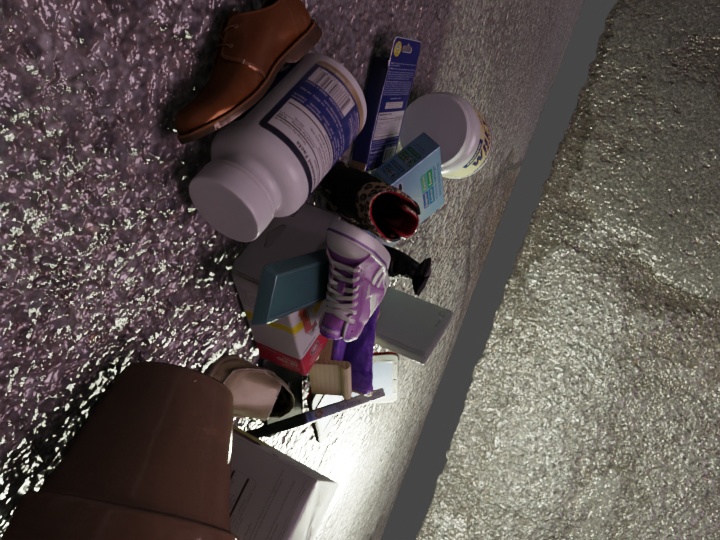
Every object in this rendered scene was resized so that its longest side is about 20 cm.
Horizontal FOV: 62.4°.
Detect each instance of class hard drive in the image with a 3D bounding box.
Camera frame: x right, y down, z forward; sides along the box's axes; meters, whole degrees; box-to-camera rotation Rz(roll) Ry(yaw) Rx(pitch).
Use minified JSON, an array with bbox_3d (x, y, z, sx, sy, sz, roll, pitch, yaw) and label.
[{"bbox_3d":[0.048,0.081,1.055,0.132,0.199,0.026,-48,151,-45],"label":"hard drive"}]

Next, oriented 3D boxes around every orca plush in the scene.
[{"bbox_3d":[0.000,0.000,0.871,0.071,0.199,0.106,1,108,-55],"label":"orca plush"}]

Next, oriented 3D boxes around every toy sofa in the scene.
[{"bbox_3d":[-0.021,0.098,0.946,0.083,0.097,0.201,89,6,-45],"label":"toy sofa"}]

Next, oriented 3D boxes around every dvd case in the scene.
[{"bbox_3d":[-0.071,0.228,0.946,0.199,0.142,0.018,-4,73,-52],"label":"dvd case"}]

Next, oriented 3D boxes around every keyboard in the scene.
[{"bbox_3d":[-0.125,0.182,0.968,0.104,0.040,0.201,-25,139,-31],"label":"keyboard"}]

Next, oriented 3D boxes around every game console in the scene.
[{"bbox_3d":[-0.011,0.261,1.204,0.173,0.118,0.201,-56,156,-34],"label":"game console"}]

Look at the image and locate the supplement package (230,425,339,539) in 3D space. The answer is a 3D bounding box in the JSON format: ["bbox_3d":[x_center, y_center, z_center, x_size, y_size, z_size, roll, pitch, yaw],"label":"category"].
[{"bbox_3d":[-0.146,0.258,0.714,0.110,0.199,0.114,-63,161,-14],"label":"supplement package"}]

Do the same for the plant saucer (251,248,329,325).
[{"bbox_3d":[-0.062,0.014,0.716,0.200,0.019,0.070,-22,129,-64],"label":"plant saucer"}]

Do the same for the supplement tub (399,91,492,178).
[{"bbox_3d":[0.159,-0.248,1.101,0.200,0.144,0.146,-14,123,-67],"label":"supplement tub"}]

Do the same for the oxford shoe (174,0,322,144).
[{"bbox_3d":[-0.117,-0.197,0.560,0.071,0.071,0.201,54,55,-35],"label":"oxford shoe"}]

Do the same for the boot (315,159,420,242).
[{"bbox_3d":[0.021,-0.084,0.808,0.073,0.150,0.200,-53,138,-1],"label":"boot"}]

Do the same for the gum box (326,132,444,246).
[{"bbox_3d":[0.049,-0.108,0.987,0.200,0.045,0.170,-40,154,-9],"label":"gum box"}]

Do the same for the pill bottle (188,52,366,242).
[{"bbox_3d":[-0.085,-0.127,0.619,0.201,0.110,0.111,-56,157,-32],"label":"pill bottle"}]

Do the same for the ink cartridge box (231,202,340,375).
[{"bbox_3d":[-0.086,0.026,0.813,0.146,0.083,0.201,-57,157,-32],"label":"ink cartridge box"}]

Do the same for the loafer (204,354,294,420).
[{"bbox_3d":[-0.147,0.163,0.806,0.076,0.068,0.200,-68,157,-2],"label":"loafer"}]

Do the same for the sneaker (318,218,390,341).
[{"bbox_3d":[-0.015,0.026,0.724,0.115,0.072,0.201,-60,157,-18],"label":"sneaker"}]

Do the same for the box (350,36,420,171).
[{"bbox_3d":[0.041,-0.263,0.937,0.121,0.032,0.201,-32,140,-61],"label":"box"}]

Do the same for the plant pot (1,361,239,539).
[{"bbox_3d":[-0.200,0.189,0.566,0.201,0.198,0.176,77,19,-58],"label":"plant pot"}]
